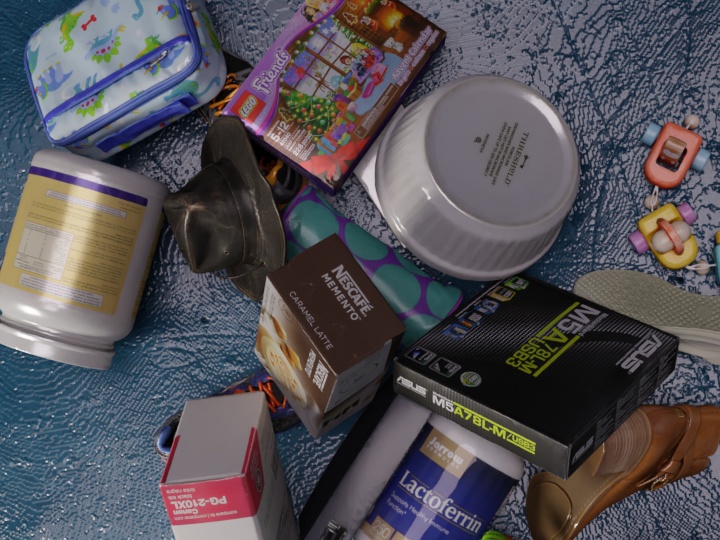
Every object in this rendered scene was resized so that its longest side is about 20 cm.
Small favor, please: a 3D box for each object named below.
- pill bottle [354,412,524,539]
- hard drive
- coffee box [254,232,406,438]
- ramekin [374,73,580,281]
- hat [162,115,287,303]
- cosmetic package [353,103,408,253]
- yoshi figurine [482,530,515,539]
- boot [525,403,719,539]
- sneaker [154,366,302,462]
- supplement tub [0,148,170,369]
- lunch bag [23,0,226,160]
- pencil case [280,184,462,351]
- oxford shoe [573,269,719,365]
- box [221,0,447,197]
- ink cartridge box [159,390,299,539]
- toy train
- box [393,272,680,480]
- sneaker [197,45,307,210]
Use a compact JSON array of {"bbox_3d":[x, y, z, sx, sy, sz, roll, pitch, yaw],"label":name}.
[{"bbox_3d":[0.089,0.204,1.242,0.116,0.116,0.200,32,90,9],"label":"pill bottle"},{"bbox_3d":[0.003,0.191,1.243,0.042,0.135,0.200,33,92,-6],"label":"hard drive"},{"bbox_3d":[-0.034,0.067,1.185,0.080,0.200,0.114,-32,76,-19],"label":"coffee box"},{"bbox_3d":[0.120,-0.099,1.232,0.202,0.094,0.203,5,71,-14],"label":"ramekin"},{"bbox_3d":[-0.148,-0.053,1.246,0.081,0.201,0.201,-14,83,-23],"label":"hat"},{"bbox_3d":[0.024,-0.124,1.307,0.083,0.051,0.200,-33,83,-1],"label":"cosmetic package"},{"bbox_3d":[0.124,0.313,1.180,0.112,0.200,0.112,-37,93,5],"label":"yoshi figurine"},{"bbox_3d":[0.256,0.199,1.238,0.155,0.200,0.077,-5,43,-28],"label":"boot"},{"bbox_3d":[-0.123,0.149,1.293,0.200,0.078,0.075,-30,83,4],"label":"sneaker"},{"bbox_3d":[-0.288,-0.011,1.294,0.145,0.145,0.200,16,88,9],"label":"supplement tub"},{"bbox_3d":[-0.243,-0.213,1.307,0.200,0.082,0.161,-25,66,16],"label":"lunch bag"},{"bbox_3d":[0.000,0.000,1.275,0.200,0.092,0.085,36,123,0],"label":"pencil case"},{"bbox_3d":[0.308,0.050,1.253,0.200,0.058,0.075,14,52,13],"label":"oxford shoe"},{"bbox_3d":[-0.025,-0.193,1.267,0.137,0.039,0.200,34,81,5],"label":"box"},{"bbox_3d":[-0.118,0.240,1.214,0.084,0.145,0.200,-8,116,7],"label":"ink cartridge box"},{"bbox_3d":[0.352,-0.060,1.256,0.200,0.056,0.150,32,91,9],"label":"toy train"},{"bbox_3d":[0.164,0.088,1.182,0.193,0.200,0.048,23,131,34],"label":"box"},{"bbox_3d":[-0.122,-0.158,1.317,0.078,0.077,0.200,-35,81,6],"label":"sneaker"}]
